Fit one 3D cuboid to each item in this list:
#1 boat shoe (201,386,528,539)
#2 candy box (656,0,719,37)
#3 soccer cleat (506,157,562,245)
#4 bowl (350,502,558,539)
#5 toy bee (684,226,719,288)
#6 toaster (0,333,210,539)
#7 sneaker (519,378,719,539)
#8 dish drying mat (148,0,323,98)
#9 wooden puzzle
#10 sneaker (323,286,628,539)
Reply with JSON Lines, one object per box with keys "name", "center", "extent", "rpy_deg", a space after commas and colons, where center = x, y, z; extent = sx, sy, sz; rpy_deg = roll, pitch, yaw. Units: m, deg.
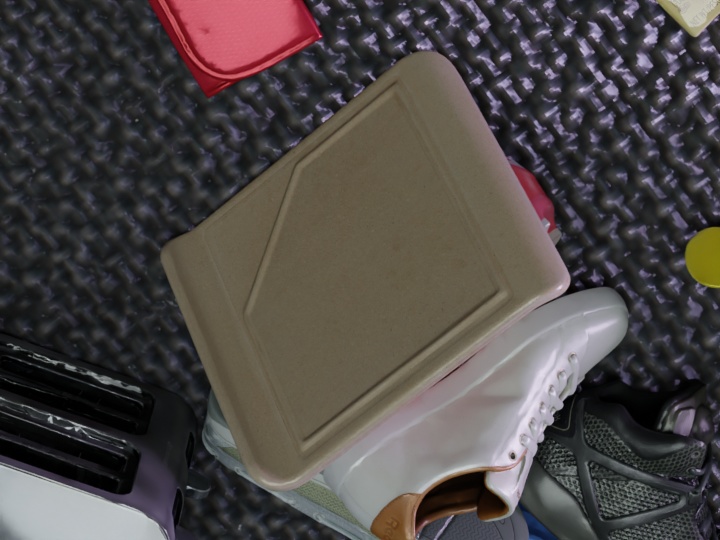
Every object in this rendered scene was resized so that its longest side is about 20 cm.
{"name": "boat shoe", "center": [0.001, 0.122, 1.325], "extent": [0.201, 0.075, 0.065], "rpy_deg": [25, 144, 5]}
{"name": "candy box", "center": [0.146, -0.234, 1.207], "extent": [0.200, 0.055, 0.115], "rpy_deg": [43, 106, -11]}
{"name": "soccer cleat", "center": [0.026, 0.019, 1.284], "extent": [0.200, 0.067, 0.076], "rpy_deg": [-47, 68, 3]}
{"name": "bowl", "center": [0.067, 0.231, 1.384], "extent": [0.200, 0.039, 0.201], "rpy_deg": [1, 110, 3]}
{"name": "toy bee", "center": [0.257, -0.021, 1.263], "extent": [0.130, 0.109, 0.200], "rpy_deg": [19, 135, -11]}
{"name": "toaster", "center": [-0.189, 0.129, 1.292], "extent": [0.199, 0.181, 0.119], "rpy_deg": [20, 107, -5]}
{"name": "sneaker", "center": [0.186, 0.140, 1.325], "extent": [0.199, 0.076, 0.114], "rpy_deg": [45, 112, -6]}
{"name": "dish drying mat", "center": [-0.102, -0.195, 1.255], "extent": [0.077, 0.018, 0.200], "rpy_deg": [-27, 105, 11]}
{"name": "wooden puzzle", "center": [0.000, 0.000, 1.252], "extent": [0.200, 0.185, 0.037], "rpy_deg": [-35, 143, 12]}
{"name": "sneaker", "center": [0.082, 0.089, 1.278], "extent": [0.200, 0.073, 0.085], "rpy_deg": [-34, 63, -15]}
